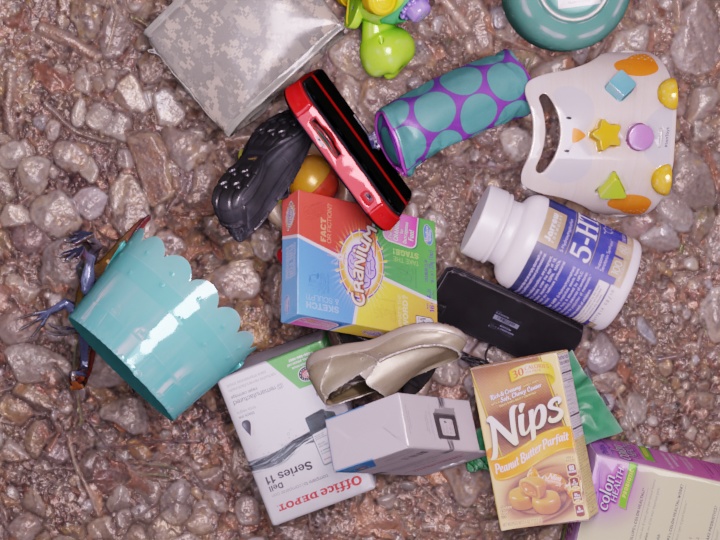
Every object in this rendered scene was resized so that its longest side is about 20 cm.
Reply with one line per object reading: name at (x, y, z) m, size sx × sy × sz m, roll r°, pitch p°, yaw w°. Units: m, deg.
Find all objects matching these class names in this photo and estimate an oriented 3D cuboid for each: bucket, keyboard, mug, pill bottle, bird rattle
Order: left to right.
bucket at (-0.239, 0.069, 1.649) m, size 0.207 × 0.207 × 0.135 m, roll 46°, pitch 76°, yaw -6°
bird rattle at (-0.068, -0.085, 1.694) m, size 0.200 × 0.113 × 0.164 m, roll 42°, pitch 80°, yaw -8°
keyboard at (0.168, 0.078, 1.727) m, size 0.198 × 0.021 × 0.128 m, roll 25°, pitch 119°, yaw -11°
pill bottle at (0.228, -0.021, 1.686) m, size 0.198 × 0.120 × 0.121 m, roll 24°, pitch 98°, yaw -3°
mug at (0.254, -0.349, 1.640) m, size 0.151 × 0.114 × 0.186 m, roll 36°, pitch 97°, yaw -4°

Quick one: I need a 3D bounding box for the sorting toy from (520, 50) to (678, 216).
sorting toy at (0.276, -0.161, 1.656) m, size 0.177 × 0.107 × 0.203 m, roll 0°, pitch 98°, yaw -13°

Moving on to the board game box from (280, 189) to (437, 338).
board game box at (0.000, 0.000, 1.655) m, size 0.198 × 0.040 × 0.155 m, roll 11°, pitch 68°, yaw -31°

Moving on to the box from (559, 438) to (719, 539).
box at (0.362, 0.322, 1.746) m, size 0.197 × 0.097 × 0.179 m, roll 12°, pitch 98°, yaw -2°

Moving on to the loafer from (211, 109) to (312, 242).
loafer at (-0.106, -0.115, 1.610) m, size 0.067 × 0.201 × 0.071 m, roll 8°, pitch 135°, yaw 28°

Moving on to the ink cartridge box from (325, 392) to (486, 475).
ink cartridge box at (0.063, 0.202, 1.692) m, size 0.115 × 0.199 × 0.068 m, roll -23°, pitch 69°, yaw 31°

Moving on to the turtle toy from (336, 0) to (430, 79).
turtle toy at (0.037, -0.330, 1.645) m, size 0.100 × 0.146 × 0.203 m, roll 15°, pitch 100°, yaw -23°

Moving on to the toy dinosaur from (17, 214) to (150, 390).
toy dinosaur at (-0.330, 0.052, 1.723) m, size 0.197 × 0.105 × 0.184 m, roll -16°, pitch 116°, yaw -8°

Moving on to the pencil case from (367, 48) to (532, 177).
pencil case at (0.111, -0.186, 1.652) m, size 0.198 × 0.085 × 0.093 m, roll -27°, pitch 125°, yaw -17°

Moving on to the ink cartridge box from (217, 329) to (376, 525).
ink cartridge box at (-0.077, 0.196, 1.739) m, size 0.145 × 0.083 × 0.202 m, roll -21°, pitch 98°, yaw 3°

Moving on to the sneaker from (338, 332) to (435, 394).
sneaker at (0.008, 0.087, 1.729) m, size 0.199 × 0.076 × 0.091 m, roll 33°, pitch 101°, yaw -3°

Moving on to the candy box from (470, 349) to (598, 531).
candy box at (0.211, 0.206, 1.691) m, size 0.114 × 0.055 × 0.203 m, roll -12°, pitch 87°, yaw 23°

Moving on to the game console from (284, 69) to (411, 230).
game console at (-0.012, -0.145, 1.643) m, size 0.031 × 0.177 × 0.201 m, roll -34°, pitch 97°, yaw 14°

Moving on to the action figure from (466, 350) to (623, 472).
action figure at (0.214, 0.198, 1.747) m, size 0.199 × 0.055 × 0.119 m, roll -33°, pitch 88°, yaw 15°

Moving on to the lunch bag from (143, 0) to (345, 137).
lunch bag at (-0.139, -0.280, 1.654) m, size 0.199 × 0.118 × 0.164 m, roll -40°, pitch 93°, yaw 2°

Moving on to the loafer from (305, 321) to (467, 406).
loafer at (0.033, 0.116, 1.637) m, size 0.197 × 0.076 × 0.069 m, roll -15°, pitch 61°, yaw 15°
